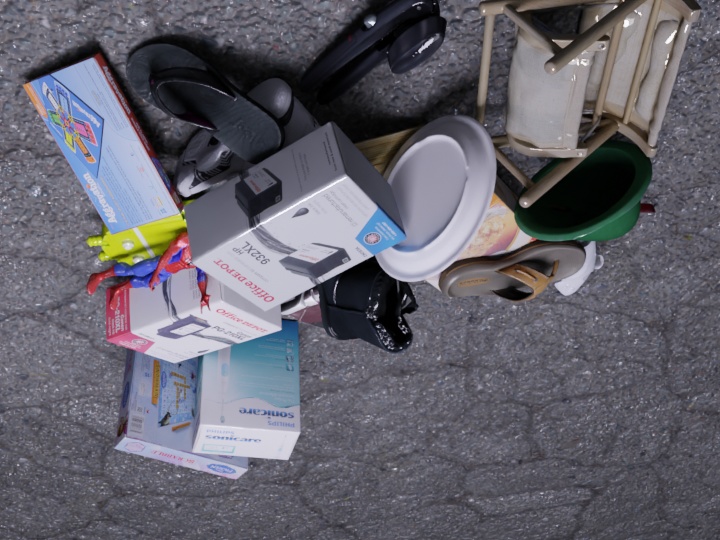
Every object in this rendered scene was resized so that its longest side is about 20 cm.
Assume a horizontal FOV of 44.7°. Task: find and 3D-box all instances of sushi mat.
[{"bbox_3d":[-0.003,-0.123,1.054,0.199,0.012,0.096,-20,147,-33],"label":"sushi mat"}]

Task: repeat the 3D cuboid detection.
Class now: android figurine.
[{"bbox_3d":[-0.254,-0.043,1.149,0.199,0.041,0.182,-7,156,-2],"label":"android figurine"}]

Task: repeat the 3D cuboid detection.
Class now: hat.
[{"bbox_3d":[0.315,-0.050,1.104,0.200,0.166,0.176,-36,124,-1],"label":"hat"}]

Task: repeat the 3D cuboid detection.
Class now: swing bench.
[{"bbox_3d":[0.237,-0.206,0.961,0.199,0.130,0.200,-23,142,-18],"label":"swing bench"}]

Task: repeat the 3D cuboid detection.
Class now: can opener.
[{"bbox_3d":[0.007,-0.242,0.956,0.199,0.079,0.063,-21,131,37],"label":"can opener"}]

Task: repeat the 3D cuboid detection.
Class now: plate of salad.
[{"bbox_3d":[0.085,-0.081,0.999,0.048,0.201,0.200,21,134,-37],"label":"plate of salad"}]

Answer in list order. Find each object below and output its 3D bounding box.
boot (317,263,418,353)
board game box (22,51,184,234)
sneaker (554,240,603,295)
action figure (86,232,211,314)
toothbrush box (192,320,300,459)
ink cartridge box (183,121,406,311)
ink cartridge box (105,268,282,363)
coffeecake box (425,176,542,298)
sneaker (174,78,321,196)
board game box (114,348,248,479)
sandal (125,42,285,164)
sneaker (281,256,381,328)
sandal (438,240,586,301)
[{"bbox_3d":[0.000,0.000,1.101,0.076,0.201,0.168,-13,-174,-29],"label":"boot"},{"bbox_3d":[-0.293,-0.141,1.007,0.102,0.019,0.201,-14,118,20],"label":"board game box"},{"bbox_3d":[0.247,-0.007,1.240,0.199,0.075,0.115,-23,134,15],"label":"sneaker"},{"bbox_3d":[-0.258,0.018,1.113,0.199,0.099,0.065,-23,139,22],"label":"action figure"},{"bbox_3d":[-0.169,0.171,1.307,0.146,0.201,0.085,7,138,-15],"label":"toothbrush box"},{"bbox_3d":[-0.072,-0.053,0.974,0.199,0.084,0.145,-27,145,17],"label":"ink cartridge box"},{"bbox_3d":[-0.229,0.052,1.213,0.199,0.085,0.145,-18,154,24],"label":"ink cartridge box"},{"bbox_3d":[0.121,-0.062,1.135,0.153,0.073,0.200,-32,142,20],"label":"coffeecake box"},{"bbox_3d":[-0.126,-0.132,1.043,0.200,0.075,0.115,-34,131,28],"label":"sneaker"},{"bbox_3d":[-0.263,0.198,1.329,0.199,0.201,0.041,23,134,-28],"label":"board game box"},{"bbox_3d":[-0.172,-0.185,0.945,0.200,0.048,0.076,31,112,8],"label":"sandal"},{"bbox_3d":[-0.018,0.031,1.270,0.199,0.076,0.115,-18,145,28],"label":"sneaker"},{"bbox_3d":[0.203,0.010,1.153,0.199,0.055,0.082,-9,141,-9],"label":"sandal"}]
